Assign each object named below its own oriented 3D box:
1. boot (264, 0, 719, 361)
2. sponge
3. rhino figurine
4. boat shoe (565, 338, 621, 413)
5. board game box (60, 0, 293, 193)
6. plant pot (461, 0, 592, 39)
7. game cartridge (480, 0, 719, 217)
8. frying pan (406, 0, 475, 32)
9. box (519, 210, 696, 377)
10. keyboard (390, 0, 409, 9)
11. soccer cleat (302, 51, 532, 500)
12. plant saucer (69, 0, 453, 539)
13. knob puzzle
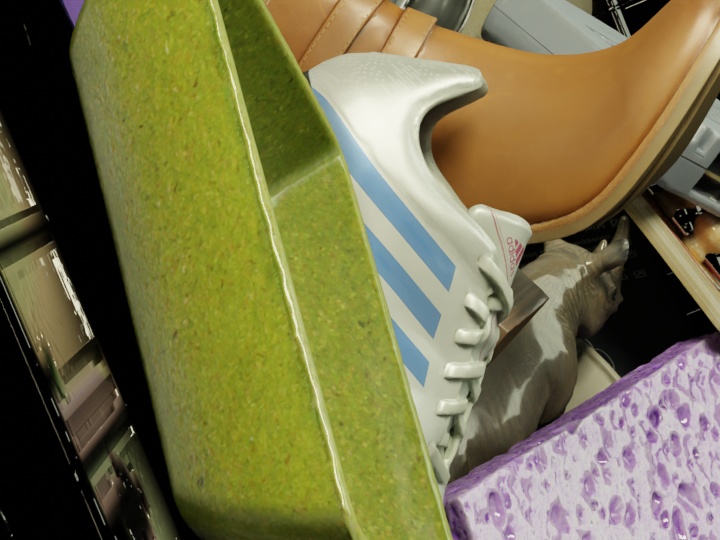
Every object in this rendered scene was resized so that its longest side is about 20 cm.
[{"bbox_3d":[0.035,-0.068,1.041,0.155,0.200,0.074,44,21,6],"label":"boot"},{"bbox_3d":[0.109,0.108,1.150,0.200,0.030,0.112,-27,95,-47],"label":"sponge"},{"bbox_3d":[0.061,0.046,1.177,0.060,0.200,0.088,21,-34,32],"label":"rhino figurine"},{"bbox_3d":[0.058,0.051,1.267,0.200,0.067,0.057,33,-15,28],"label":"boat shoe"},{"bbox_3d":[-0.084,-0.128,0.925,0.134,0.045,0.200,-105,172,-66],"label":"board game box"},{"bbox_3d":[0.012,-0.095,1.346,0.200,0.187,0.187,-74,143,-65],"label":"plant pot"},{"bbox_3d":[0.137,-0.069,1.287,0.133,0.040,0.200,47,14,31],"label":"game cartridge"},{"bbox_3d":[-0.024,-0.161,1.250,0.190,0.115,0.031,58,2,20],"label":"frying pan"},{"bbox_3d":[0.090,0.078,1.352,0.200,0.148,0.107,-108,-175,-50],"label":"box"},{"bbox_3d":[0.006,-0.091,1.157,0.011,0.200,0.056,30,-20,-7],"label":"keyboard"},{"bbox_3d":[0.020,0.022,0.987,0.070,0.086,0.200,-32,116,-88],"label":"soccer cleat"},{"bbox_3d":[-0.025,0.018,0.784,0.200,0.048,0.200,58,15,-65],"label":"plant saucer"},{"bbox_3d":[0.152,-0.020,1.310,0.220,0.030,0.220,49,8,-9],"label":"knob puzzle"}]
